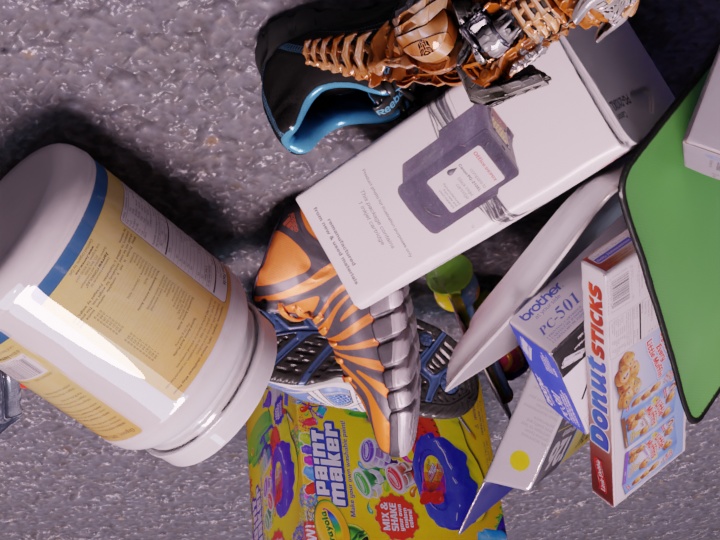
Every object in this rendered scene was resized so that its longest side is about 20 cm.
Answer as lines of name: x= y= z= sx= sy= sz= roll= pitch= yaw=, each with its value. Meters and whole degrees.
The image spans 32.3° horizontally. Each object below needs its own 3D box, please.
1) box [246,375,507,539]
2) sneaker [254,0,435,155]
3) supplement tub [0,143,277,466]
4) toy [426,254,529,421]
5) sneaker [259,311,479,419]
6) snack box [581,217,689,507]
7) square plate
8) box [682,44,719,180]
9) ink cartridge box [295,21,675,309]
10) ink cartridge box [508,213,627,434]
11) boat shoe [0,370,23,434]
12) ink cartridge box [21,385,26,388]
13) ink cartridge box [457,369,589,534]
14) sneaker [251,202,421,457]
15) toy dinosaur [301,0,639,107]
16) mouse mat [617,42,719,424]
box: x=0.010 y=0.187 z=1.080 sx=0.190 sy=0.203 sz=0.122 roll=9 pitch=143 yaw=-24
sneaker: x=0.034 y=-0.127 z=0.734 sx=0.197 sy=0.083 sz=0.073 roll=-20 pitch=142 yaw=16
supplement tub: x=-0.166 y=0.028 z=0.832 sx=0.144 sy=0.146 sz=0.200 roll=-30 pitch=126 yaw=30
toy: x=0.103 y=0.048 z=0.980 sx=0.047 sy=0.116 sz=0.200 roll=-27 pitch=143 yaw=8
sneaker: x=-0.002 y=0.073 z=0.984 sx=0.197 sy=0.077 sz=0.077 roll=15 pitch=165 yaw=-7
snack box: x=0.174 y=0.059 z=0.780 sx=0.071 sy=0.024 sz=0.202 roll=-31 pitch=133 yaw=-24
square plate: x=0.151 y=-0.017 z=0.861 sx=0.199 sy=0.028 sz=0.199 roll=-27 pitch=158 yaw=-51
box: x=0.210 y=-0.145 z=0.606 sx=0.041 sy=0.203 sz=0.156 roll=22 pitch=-174 yaw=13
ink cartridge box: x=0.081 y=-0.071 z=0.765 sx=0.199 sy=0.085 sz=0.144 roll=-31 pitch=179 yaw=30
ink cartridge box: x=0.192 y=0.004 z=0.810 sx=0.200 sy=0.044 sz=0.094 roll=-42 pitch=135 yaw=-11
boat shoe: x=-0.317 y=0.128 z=0.978 sx=0.090 sy=0.072 sz=0.201 roll=-14 pitch=154 yaw=-28
ink cartridge box: x=-0.207 y=0.065 z=0.998 sx=0.159 sy=0.051 sz=0.201 roll=7 pitch=140 yaw=-19
ink cartridge box: x=0.159 y=0.100 z=0.952 sx=0.046 sy=0.203 sz=0.197 roll=24 pitch=-167 yaw=19
sneaker: x=-0.017 y=0.041 z=0.915 sx=0.110 sy=0.204 sz=0.078 roll=-7 pitch=-172 yaw=10
toy dinosaur: x=0.048 y=-0.146 z=0.641 sx=0.196 sy=0.138 sz=0.102 roll=-6 pitch=163 yaw=17
mouse mat: x=0.215 y=-0.027 z=0.744 sx=0.007 sy=0.161 sz=0.202 roll=14 pitch=141 yaw=42
